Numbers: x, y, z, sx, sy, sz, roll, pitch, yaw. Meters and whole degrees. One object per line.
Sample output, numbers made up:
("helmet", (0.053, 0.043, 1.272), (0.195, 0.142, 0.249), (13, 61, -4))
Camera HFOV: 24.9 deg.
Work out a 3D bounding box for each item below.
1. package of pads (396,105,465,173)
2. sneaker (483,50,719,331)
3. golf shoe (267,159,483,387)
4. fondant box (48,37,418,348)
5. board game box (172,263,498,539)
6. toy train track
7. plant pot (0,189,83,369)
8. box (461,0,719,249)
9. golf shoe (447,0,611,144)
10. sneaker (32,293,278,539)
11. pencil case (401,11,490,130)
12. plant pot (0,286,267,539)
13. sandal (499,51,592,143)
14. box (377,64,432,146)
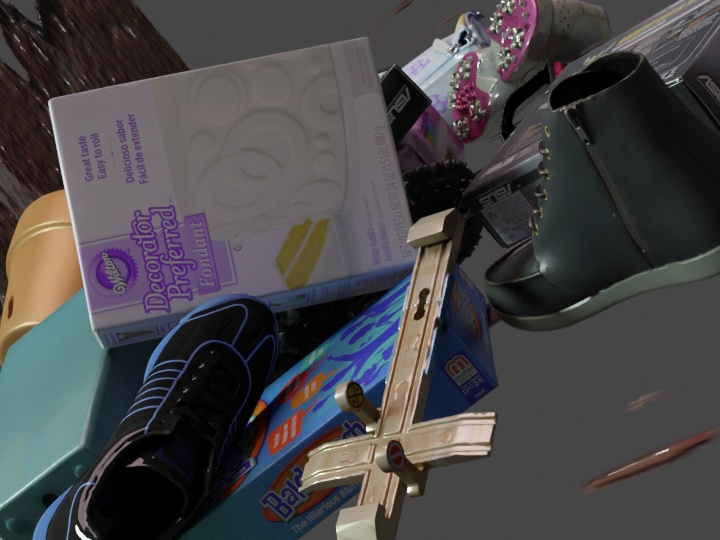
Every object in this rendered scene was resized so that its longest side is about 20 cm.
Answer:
("package of pads", (0.018, -0.060, 1.263), (0.120, 0.076, 0.200), (-41, 11, 15))
("sneaker", (0.108, -0.041, 0.803), (0.075, 0.106, 0.200), (-48, 13, -33))
("golf shoe", (0.000, 0.000, 1.092), (0.200, 0.078, 0.094), (-42, 11, -13))
("fondant box", (-0.075, -0.047, 0.984), (0.198, 0.145, 0.058), (-12, -11, -5))
("board game box", (-0.016, 0.083, 0.907), (0.200, 0.045, 0.152), (-39, 11, 11))
("toy train track", (0.017, 0.046, 0.793), (0.114, 0.033, 0.201), (-17, 43, 36))
("plant pot", (-0.250, 0.043, 1.519), (0.200, 0.200, 0.141), (-30, 31, 42))
("box", (0.170, -0.104, 0.992), (0.200, 0.048, 0.159), (-27, 17, 50))
("golf shoe", (0.132, -0.156, 1.308), (0.091, 0.076, 0.200), (-2, -19, -18))
("sneaker", (-0.094, 0.088, 0.873), (0.078, 0.070, 0.201), (-21, 31, 55))
("pencil case", (0.047, -0.139, 1.448), (0.200, 0.083, 0.091), (-38, -11, 18))
("plant pot", (-0.158, 0.111, 1.050), (0.141, 0.141, 0.200), (-36, 18, 20))
("sandal", (0.129, -0.112, 1.168), (0.075, 0.045, 0.200), (-30, 15, 45))
("box", (-0.060, -0.054, 1.200), (0.200, 0.048, 0.193), (-53, 22, -20))
